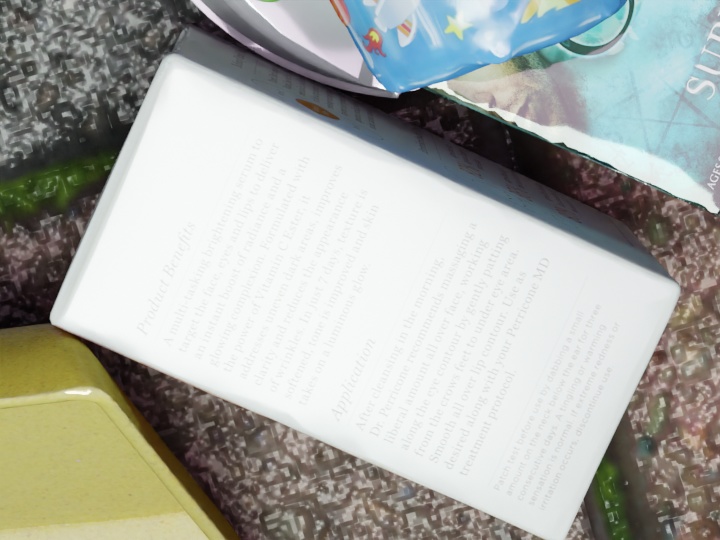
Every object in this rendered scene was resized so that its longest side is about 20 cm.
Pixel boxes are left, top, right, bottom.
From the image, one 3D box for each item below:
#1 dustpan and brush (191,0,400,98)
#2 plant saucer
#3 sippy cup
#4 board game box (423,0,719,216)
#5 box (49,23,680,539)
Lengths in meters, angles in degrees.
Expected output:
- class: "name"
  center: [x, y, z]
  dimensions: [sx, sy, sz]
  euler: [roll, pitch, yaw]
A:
- class: "dustpan and brush"
  center: [-0.058, -0.158, 1.001]
  dimensions: [0.200, 0.057, 0.140]
  euler: [16, 93, -11]
- class: "plant saucer"
  center: [-0.153, 0.079, 0.983]
  dimensions: [0.200, 0.200, 0.048]
  euler: [-7, 59, 14]
- class: "sippy cup"
  center: [0.030, -0.136, 0.897]
  dimensions: [0.140, 0.178, 0.130]
  euler: [-23, 99, -11]
- class: "board game box"
  center: [0.111, -0.138, 0.962]
  dimensions: [0.135, 0.028, 0.200]
  euler: [23, 96, 6]
- class: "box"
  center: [0.000, 0.000, 0.976]
  dimensions: [0.200, 0.152, 0.106]
  euler: [24, 98, -5]
